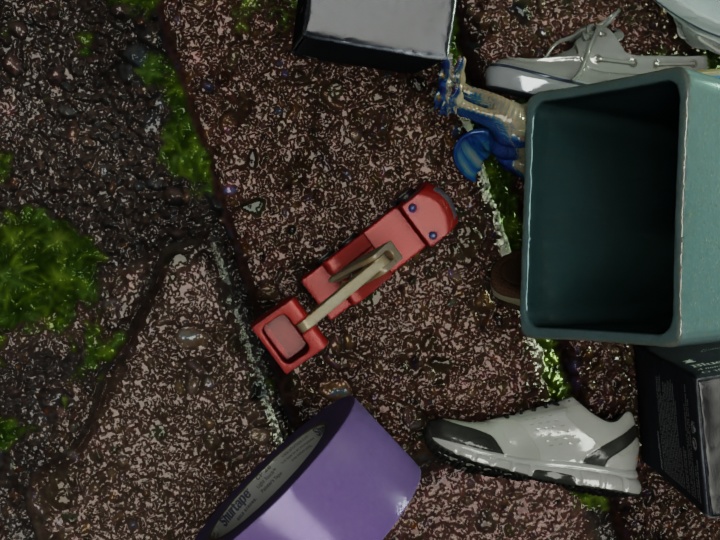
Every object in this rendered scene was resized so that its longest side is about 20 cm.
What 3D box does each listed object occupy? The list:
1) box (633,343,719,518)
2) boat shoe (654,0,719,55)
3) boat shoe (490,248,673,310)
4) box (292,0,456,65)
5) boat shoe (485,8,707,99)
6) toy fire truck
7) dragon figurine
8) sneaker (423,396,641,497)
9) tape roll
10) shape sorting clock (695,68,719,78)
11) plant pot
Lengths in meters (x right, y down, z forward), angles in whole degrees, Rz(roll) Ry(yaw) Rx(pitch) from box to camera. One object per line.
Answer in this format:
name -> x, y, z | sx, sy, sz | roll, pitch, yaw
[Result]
box -> 0.351, 0.116, 1.262 | 0.195, 0.200, 0.118 | -8, 95, -4
boat shoe -> 0.302, -0.216, 1.282 | 0.199, 0.065, 0.074 | 26, 60, -20
boat shoe -> 0.214, 0.026, 1.308 | 0.201, 0.075, 0.075 | 2, 137, 7
box -> 0.017, -0.270, 1.204 | 0.117, 0.197, 0.202 | 9, 94, -6
boat shoe -> 0.208, -0.183, 1.293 | 0.200, 0.075, 0.087 | 6, 94, -7
toy fire truck -> 0.000, 0.000, 1.258 | 0.200, 0.141, 0.049 | -38, 96, 0
dragon figurine -> 0.117, -0.110, 1.279 | 0.099, 0.200, 0.059 | 9, 61, 21
sneaker -> 0.153, 0.148, 1.324 | 0.198, 0.074, 0.081 | 10, 79, -9
tape roll -> -0.049, 0.203, 1.240 | 0.200, 0.200, 0.085 | -44, 96, 0
shape sorting clock -> 0.296, -0.078, 1.296 | 0.198, 0.039, 0.201 | -3, 124, -5
plant pot -> 0.262, -0.042, 1.169 | 0.199, 0.196, 0.197 | 2, 89, -29
